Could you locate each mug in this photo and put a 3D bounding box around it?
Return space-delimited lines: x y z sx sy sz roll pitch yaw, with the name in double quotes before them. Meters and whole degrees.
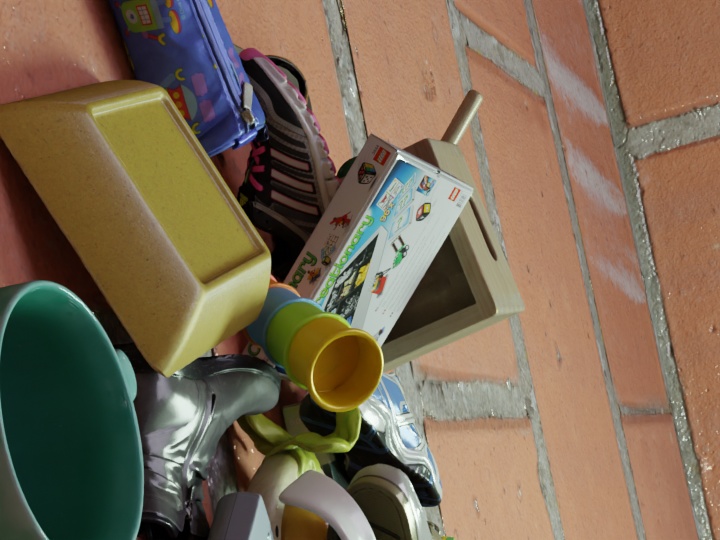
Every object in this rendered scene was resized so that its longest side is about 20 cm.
"mug" -0.188 0.096 1.010 0.185 0.113 0.153 43 36 -61

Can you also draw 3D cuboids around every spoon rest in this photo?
"spoon rest" -0.014 0.240 1.383 0.099 0.060 0.202 -37 128 -48

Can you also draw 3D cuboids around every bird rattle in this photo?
"bird rattle" -0.049 0.194 1.467 0.163 0.112 0.202 -60 147 -50

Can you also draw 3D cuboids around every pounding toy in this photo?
"pounding toy" 0.042 -0.033 1.689 0.202 0.183 0.142 68 16 7

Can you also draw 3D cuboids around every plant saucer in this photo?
"plant saucer" -0.134 -0.045 1.297 0.201 0.048 0.200 56 18 0

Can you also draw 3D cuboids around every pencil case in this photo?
"pencil case" -0.133 -0.173 1.439 0.078 0.086 0.202 -38 114 -47

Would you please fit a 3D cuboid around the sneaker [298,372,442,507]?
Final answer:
"sneaker" 0.020 0.126 1.575 0.200 0.075 0.078 58 37 -48

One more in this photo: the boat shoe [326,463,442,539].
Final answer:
"boat shoe" 0.025 0.210 1.442 0.068 0.074 0.201 -49 148 -41

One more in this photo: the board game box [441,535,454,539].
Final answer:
"board game box" 0.041 0.320 1.618 0.200 0.029 0.136 -45 137 -65

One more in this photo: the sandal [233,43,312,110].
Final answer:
"sandal" -0.076 -0.154 1.652 0.200 0.054 0.083 31 48 -66

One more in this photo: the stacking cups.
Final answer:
"stacking cups" -0.055 0.035 1.412 0.200 0.060 0.061 36 -25 55

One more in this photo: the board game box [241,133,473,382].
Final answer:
"board game box" 0.000 0.000 1.556 0.035 0.201 0.126 35 7 33

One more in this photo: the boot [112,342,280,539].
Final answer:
"boot" -0.114 0.123 1.332 0.200 0.069 0.133 16 68 -62

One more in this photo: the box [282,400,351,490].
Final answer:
"box" -0.006 0.199 1.634 0.144 0.036 0.202 -13 88 -73

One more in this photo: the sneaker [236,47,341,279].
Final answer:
"sneaker" -0.068 -0.076 1.561 0.201 0.087 0.074 67 -8 -24

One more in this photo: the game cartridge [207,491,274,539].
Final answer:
"game cartridge" -0.076 0.254 1.303 0.134 0.040 0.202 -71 159 -55
